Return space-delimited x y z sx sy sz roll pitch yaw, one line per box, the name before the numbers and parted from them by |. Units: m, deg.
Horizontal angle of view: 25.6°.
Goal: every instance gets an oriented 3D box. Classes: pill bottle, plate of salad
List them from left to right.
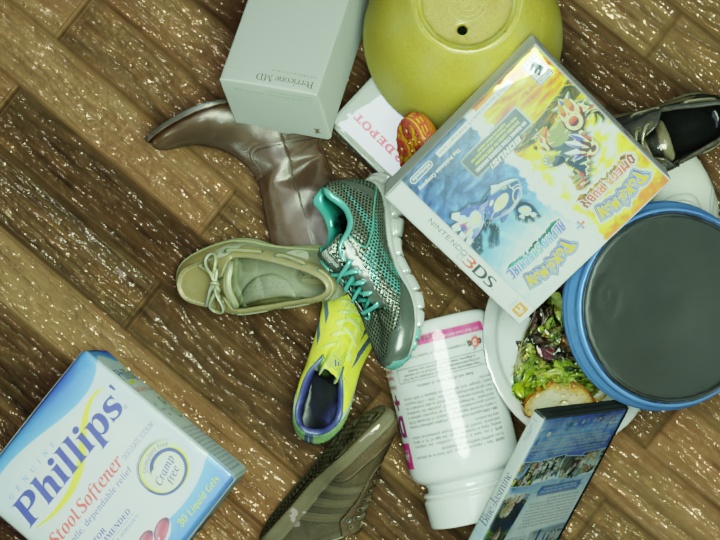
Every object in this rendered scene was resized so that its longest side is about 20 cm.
pill bottle | 0.093 0.148 1.576 0.112 0.113 0.202 -13 86 2
plate of salad | 0.213 0.071 1.575 0.198 0.048 0.202 6 75 -22

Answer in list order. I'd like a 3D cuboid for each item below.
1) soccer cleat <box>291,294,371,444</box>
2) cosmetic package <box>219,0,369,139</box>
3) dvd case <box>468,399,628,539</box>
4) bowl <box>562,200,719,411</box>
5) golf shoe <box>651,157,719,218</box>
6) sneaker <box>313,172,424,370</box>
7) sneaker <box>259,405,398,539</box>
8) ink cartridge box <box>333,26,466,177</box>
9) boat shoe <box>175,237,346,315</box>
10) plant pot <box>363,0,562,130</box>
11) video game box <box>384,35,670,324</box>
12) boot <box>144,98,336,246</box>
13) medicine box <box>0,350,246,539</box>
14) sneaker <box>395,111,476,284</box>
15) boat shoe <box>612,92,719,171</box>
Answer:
soccer cleat | -0.021 0.078 1.600 0.064 0.084 0.202 15 87 4
cosmetic package | -0.057 -0.242 1.582 0.107 0.085 0.202 9 64 13
dvd case | 0.173 0.214 1.530 0.018 0.142 0.201 39 116 35
bowl | 0.293 0.034 1.512 0.198 0.039 0.203 0 91 -9
golf shoe | 0.332 -0.039 1.585 0.078 0.097 0.202 -13 85 3
sneaker | 0.000 0.000 1.522 0.091 0.078 0.202 3 63 -34
sneaker | -0.015 0.221 1.592 0.075 0.071 0.200 39 110 -10
ink cartridge box | 0.088 -0.166 1.608 0.145 0.088 0.200 44 88 5
boat shoe | -0.105 0.010 1.590 0.199 0.063 0.074 2 104 24
plant pot | 0.098 -0.240 1.499 0.198 0.142 0.202 0 85 3
video game box | 0.152 -0.080 1.461 0.182 0.047 0.200 41 106 -13
boot | -0.108 -0.080 1.629 0.185 0.064 0.202 -18 91 4
medicine box | -0.249 0.211 1.593 0.200 0.103 0.183 39 89 3
sneaker | 0.102 -0.073 1.539 0.077 0.073 0.201 -40 106 -21
boat shoe | 0.271 -0.124 1.507 0.199 0.073 0.075 -26 92 -13
